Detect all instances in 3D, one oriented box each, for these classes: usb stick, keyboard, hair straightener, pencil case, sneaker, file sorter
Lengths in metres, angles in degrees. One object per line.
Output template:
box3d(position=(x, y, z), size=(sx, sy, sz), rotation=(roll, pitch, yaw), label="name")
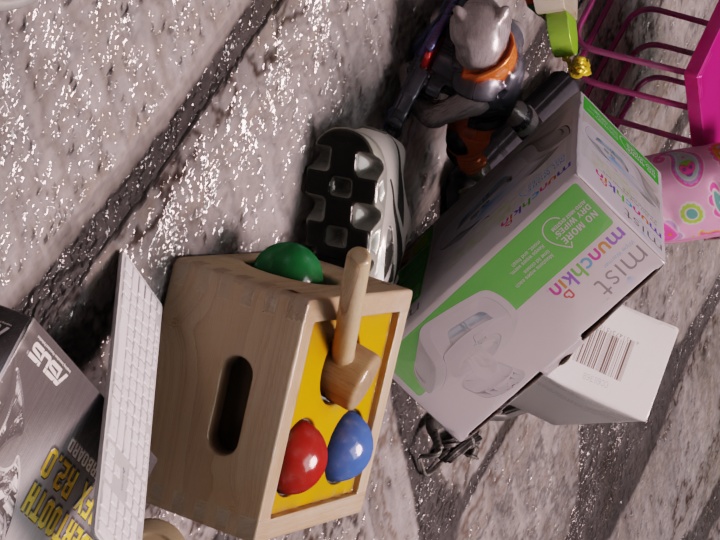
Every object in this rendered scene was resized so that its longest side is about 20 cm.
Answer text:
box3d(position=(0.124, -0.098, 1.844), size=(0.200, 0.032, 0.056), rotation=(-45, 143, -47), label="usb stick")
box3d(position=(-0.134, 0.082, 1.329), size=(0.056, 0.011, 0.201), rotation=(67, 18, -48), label="keyboard")
box3d(position=(0.103, 0.133, 1.937), size=(0.200, 0.041, 0.078), rotation=(-29, 131, -57), label="hair straightener")
box3d(position=(0.242, -0.054, 1.921), size=(0.087, 0.198, 0.088), rotation=(-9, 90, -75), label="pencil case")
box3d(position=(0.000, 0.000, 1.596), size=(0.088, 0.074, 0.202), rotation=(-10, 115, -61), label="sneaker")
box3d(position=(0.266, -0.169, 1.989), size=(0.140, 0.125, 0.201), rotation=(-61, 154, -27), label="file sorter")

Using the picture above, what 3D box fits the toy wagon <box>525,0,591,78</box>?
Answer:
box3d(position=(0.138, -0.240, 1.683), size=(0.155, 0.039, 0.202), rotation=(6, 78, -76), label="toy wagon")

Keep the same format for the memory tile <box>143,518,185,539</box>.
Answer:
box3d(position=(-0.115, 0.269, 1.459), size=(0.017, 0.152, 0.201), rotation=(157, -45, -75), label="memory tile")

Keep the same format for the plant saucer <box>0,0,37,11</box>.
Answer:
box3d(position=(-0.175, -0.228, 1.108), size=(0.200, 0.050, 0.202), rotation=(-43, 141, -48), label="plant saucer")

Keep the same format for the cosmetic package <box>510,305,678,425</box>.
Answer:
box3d(position=(0.154, 0.066, 1.808), size=(0.082, 0.112, 0.200), rotation=(-68, -165, -9), label="cosmetic package")

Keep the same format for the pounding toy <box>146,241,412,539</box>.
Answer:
box3d(position=(-0.041, 0.063, 1.467), size=(0.184, 0.141, 0.202), rotation=(-5, 110, -64), label="pounding toy")

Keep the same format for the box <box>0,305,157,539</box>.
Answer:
box3d(position=(-0.199, 0.129, 1.290), size=(0.159, 0.048, 0.200), rotation=(-64, 154, -20), label="box")

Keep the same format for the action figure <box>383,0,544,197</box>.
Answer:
box3d(position=(0.101, -0.158, 1.680), size=(0.201, 0.104, 0.194), rotation=(-65, 164, -12), label="action figure")

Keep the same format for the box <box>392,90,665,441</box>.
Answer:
box3d(position=(0.115, -0.003, 1.629), size=(0.200, 0.097, 0.177), rotation=(-42, -168, 21), label="box")
